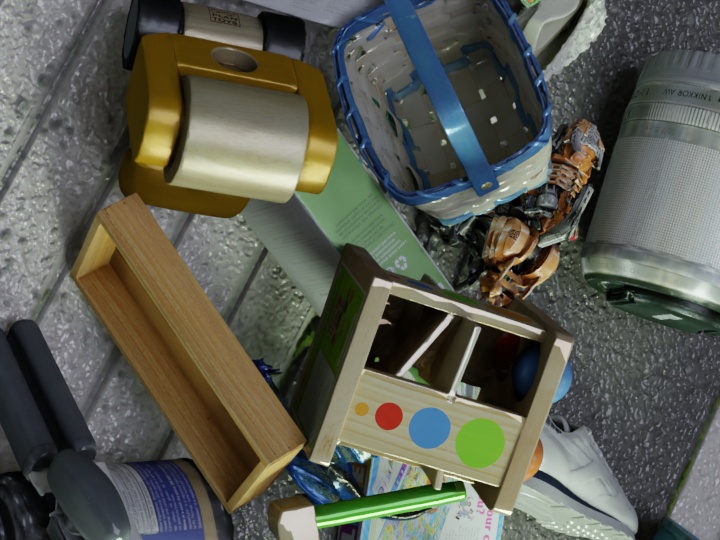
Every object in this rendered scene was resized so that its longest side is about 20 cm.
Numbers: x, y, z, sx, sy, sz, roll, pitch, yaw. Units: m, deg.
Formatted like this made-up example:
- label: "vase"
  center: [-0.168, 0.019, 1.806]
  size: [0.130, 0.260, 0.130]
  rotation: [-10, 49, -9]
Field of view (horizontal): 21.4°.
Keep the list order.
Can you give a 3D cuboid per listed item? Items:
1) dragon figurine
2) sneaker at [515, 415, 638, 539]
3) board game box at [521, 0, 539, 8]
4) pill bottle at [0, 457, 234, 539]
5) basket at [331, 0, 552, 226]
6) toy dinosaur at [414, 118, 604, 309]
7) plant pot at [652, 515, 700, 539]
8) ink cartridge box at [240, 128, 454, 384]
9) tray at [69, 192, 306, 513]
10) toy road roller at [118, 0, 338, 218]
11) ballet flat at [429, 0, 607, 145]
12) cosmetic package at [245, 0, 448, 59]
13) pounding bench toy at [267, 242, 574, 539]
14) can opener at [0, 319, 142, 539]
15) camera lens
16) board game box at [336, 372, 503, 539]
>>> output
- label: "dragon figurine"
  center: [-0.029, 0.135, 1.364]
  size: [0.200, 0.099, 0.059]
  rotation: [39, 75, -10]
- label: "sneaker"
  center: [0.171, 0.164, 1.509]
  size: [0.200, 0.076, 0.081]
  rotation: [38, 57, -51]
- label: "board game box"
  center: [0.066, -0.289, 1.403]
  size: [0.023, 0.105, 0.200]
  rotation: [-34, 117, 15]
- label: "pill bottle"
  center: [-0.194, 0.187, 1.271]
  size: [0.199, 0.112, 0.112]
  rotation: [-2, 95, -32]
- label: "basket"
  center: [0.055, -0.126, 1.316]
  size: [0.139, 0.177, 0.200]
  rotation: [-23, 152, 3]
- label: "toy dinosaur"
  center: [0.108, -0.027, 1.429]
  size: [0.200, 0.136, 0.102]
  rotation: [-43, 116, -22]
- label: "plant pot"
  center: [0.275, 0.335, 1.547]
  size: [0.200, 0.200, 0.188]
  rotation: [35, 91, -30]
- label: "ink cartridge box"
  center: [0.000, 0.000, 1.362]
  size: [0.059, 0.104, 0.200]
  rotation: [-42, 103, -23]
- label: "tray"
  center: [-0.117, 0.055, 1.262]
  size: [0.037, 0.099, 0.200]
  rotation: [-28, 77, -29]
- label: "toy road roller"
  center: [-0.101, -0.086, 1.264]
  size: [0.122, 0.200, 0.146]
  rotation: [9, 121, -17]
- label: "ballet flat"
  center: [0.120, -0.167, 1.461]
  size: [0.200, 0.072, 0.072]
  rotation: [-47, 116, -25]
- label: "cosmetic package"
  center: [-0.010, -0.221, 1.370]
  size: [0.199, 0.051, 0.083]
  rotation: [13, 120, -33]
- label: "pounding bench toy"
  center: [0.039, 0.107, 1.263]
  size: [0.155, 0.124, 0.201]
  rotation: [18, 97, -12]
- label: "can opener"
  center: [-0.192, 0.103, 1.222]
  size: [0.053, 0.200, 0.067]
  rotation: [-8, 143, -35]
- label: "camera lens"
  center: [0.273, -0.057, 1.516]
  size: [0.160, 0.160, 0.201]
  rotation: [22, 83, -32]
- label: "board game box"
  center: [0.051, 0.173, 1.471]
  size: [0.134, 0.034, 0.201]
  rotation: [9, 90, -33]
